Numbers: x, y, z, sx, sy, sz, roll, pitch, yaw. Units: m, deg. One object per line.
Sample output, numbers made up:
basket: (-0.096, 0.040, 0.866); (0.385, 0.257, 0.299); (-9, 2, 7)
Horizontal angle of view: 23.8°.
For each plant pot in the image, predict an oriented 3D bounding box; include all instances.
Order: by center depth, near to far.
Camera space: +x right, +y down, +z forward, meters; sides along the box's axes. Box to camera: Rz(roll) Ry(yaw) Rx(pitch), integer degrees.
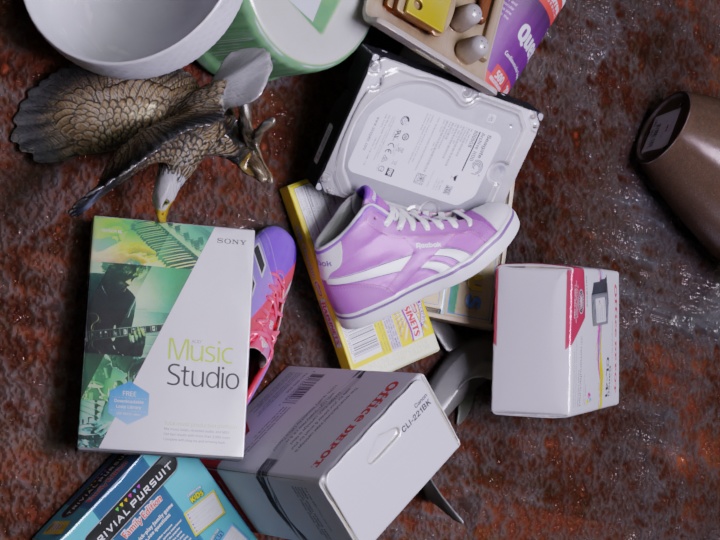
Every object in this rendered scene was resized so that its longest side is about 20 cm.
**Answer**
plant pot: (0.410, -0.108, 1.905); (0.199, 0.187, 0.188); (30, 70, -18)

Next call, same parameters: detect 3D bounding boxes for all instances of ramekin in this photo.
ramekin: (-0.072, -0.269, 1.535); (0.199, 0.097, 0.202); (-6, 99, -45)

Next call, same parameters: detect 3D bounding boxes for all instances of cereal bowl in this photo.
cereal bowl: (-0.179, -0.247, 1.427); (0.083, 0.198, 0.202); (48, 56, -66)

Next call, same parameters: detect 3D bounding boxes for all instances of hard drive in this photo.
hard drive: (0.062, -0.117, 1.606); (0.198, 0.038, 0.141); (16, 108, -31)

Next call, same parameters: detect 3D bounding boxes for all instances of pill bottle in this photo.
pill bottle: (0.130, -0.252, 1.687); (0.112, 0.112, 0.201); (40, 76, -30)

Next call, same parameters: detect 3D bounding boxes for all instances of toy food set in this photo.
toy food set: (0.091, -0.278, 1.565); (0.143, 0.060, 0.202); (26, 67, -27)

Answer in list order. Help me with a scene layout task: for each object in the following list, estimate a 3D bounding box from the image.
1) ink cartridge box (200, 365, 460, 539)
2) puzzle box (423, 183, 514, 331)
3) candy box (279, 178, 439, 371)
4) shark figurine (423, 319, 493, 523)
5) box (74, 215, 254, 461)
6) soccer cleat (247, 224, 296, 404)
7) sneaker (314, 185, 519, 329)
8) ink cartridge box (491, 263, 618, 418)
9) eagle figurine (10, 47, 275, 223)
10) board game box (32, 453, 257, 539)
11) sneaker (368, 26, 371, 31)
ink cartridge box: (-0.032, 0.162, 1.510); (0.144, 0.199, 0.084); (-44, 114, -30)
puzzle box: (0.089, -0.048, 1.710); (0.132, 0.025, 0.202); (11, 82, -28)
candy box: (0.000, 0.000, 1.631); (0.102, 0.026, 0.202); (-22, 96, -31)
shark figurine: (0.102, 0.130, 1.693); (0.128, 0.089, 0.216); (45, 61, -27)
box: (-0.166, 0.058, 1.462); (0.143, 0.036, 0.202); (4, 77, -13)
soccer cleat: (-0.096, 0.051, 1.542); (0.068, 0.073, 0.201); (37, 67, -32)
sneaker: (0.051, -0.039, 1.578); (0.199, 0.073, 0.115); (-29, 112, -16)
ink cartridge box: (0.199, 0.069, 1.718); (0.200, 0.085, 0.149); (1, 89, -67)
eagle figurine: (-0.170, -0.111, 1.432); (0.198, 0.151, 0.153); (5, 74, -37)
board game box: (-0.170, 0.256, 1.495); (0.151, 0.047, 0.201); (-46, 116, -30)
sneaker: (0.042, -0.291, 1.659); (0.089, 0.078, 0.201); (46, 62, -25)
